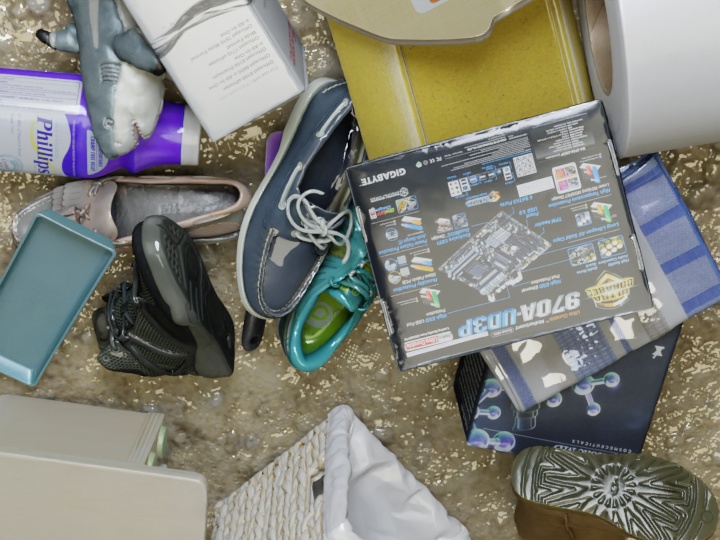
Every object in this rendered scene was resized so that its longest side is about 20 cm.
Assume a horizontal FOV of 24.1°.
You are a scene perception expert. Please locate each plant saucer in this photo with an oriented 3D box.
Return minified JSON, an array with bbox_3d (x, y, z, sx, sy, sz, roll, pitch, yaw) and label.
[{"bbox_3d":[0.092,-0.153,1.303,0.199,0.048,0.201,-23,112,-14],"label":"plant saucer"},{"bbox_3d":[-0.261,0.023,1.363,0.070,0.019,0.200,27,133,-12],"label":"plant saucer"}]

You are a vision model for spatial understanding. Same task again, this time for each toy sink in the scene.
[{"bbox_3d":[-0.221,0.194,1.423,0.199,0.112,0.131,7,112,3],"label":"toy sink"}]

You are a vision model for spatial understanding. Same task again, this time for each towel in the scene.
[{"bbox_3d":[0.173,0.012,1.307,0.199,0.024,0.147,-29,111,8],"label":"towel"}]

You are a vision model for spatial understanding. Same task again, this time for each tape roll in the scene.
[{"bbox_3d":[0.242,-0.193,1.246,0.138,0.203,0.204,-9,113,0],"label":"tape roll"}]

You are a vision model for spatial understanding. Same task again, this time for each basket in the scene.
[{"bbox_3d":[-0.012,0.264,1.425,0.161,0.198,0.200,-37,110,16],"label":"basket"}]

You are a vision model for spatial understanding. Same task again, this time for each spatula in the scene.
[{"bbox_3d":[-0.071,-0.021,1.393,0.056,0.021,0.201,-5,123,-37],"label":"spatula"}]

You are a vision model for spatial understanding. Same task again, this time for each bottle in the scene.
[{"bbox_3d":[-0.224,-0.113,1.321,0.199,0.066,0.084,5,138,-6],"label":"bottle"}]

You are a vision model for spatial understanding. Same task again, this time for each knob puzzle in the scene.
[{"bbox_3d":[0.048,-0.243,1.248,0.218,0.030,0.221,-4,69,11],"label":"knob puzzle"}]

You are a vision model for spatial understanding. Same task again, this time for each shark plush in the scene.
[{"bbox_3d":[-0.208,-0.187,1.264,0.083,0.091,0.201,-32,96,8],"label":"shark plush"}]

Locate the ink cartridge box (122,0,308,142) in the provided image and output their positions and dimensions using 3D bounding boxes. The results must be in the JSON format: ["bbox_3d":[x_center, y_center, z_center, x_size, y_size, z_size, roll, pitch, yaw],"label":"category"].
[{"bbox_3d":[-0.124,-0.215,1.247,0.083,0.145,0.201,-29,111,8],"label":"ink cartridge box"}]

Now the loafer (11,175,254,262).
[{"bbox_3d":[-0.183,-0.049,1.346,0.199,0.063,0.072,-7,78,-4],"label":"loafer"}]

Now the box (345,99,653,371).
[{"bbox_3d":[0.103,-0.026,1.255,0.199,0.046,0.160,-15,94,8],"label":"box"}]

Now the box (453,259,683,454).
[{"bbox_3d":[0.174,0.048,1.392,0.147,0.107,0.201,10,112,-7],"label":"box"}]

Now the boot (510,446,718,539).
[{"bbox_3d":[0.209,0.204,1.402,0.174,0.200,0.066,16,71,16],"label":"boot"}]

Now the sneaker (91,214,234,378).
[{"bbox_3d":[-0.173,0.030,1.350,0.113,0.077,0.200,-7,151,5],"label":"sneaker"}]

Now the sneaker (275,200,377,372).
[{"bbox_3d":[0.000,0.000,1.377,0.077,0.080,0.201,27,107,-15],"label":"sneaker"}]

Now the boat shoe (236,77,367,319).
[{"bbox_3d":[-0.037,-0.053,1.331,0.075,0.062,0.201,25,88,-39],"label":"boat shoe"}]
